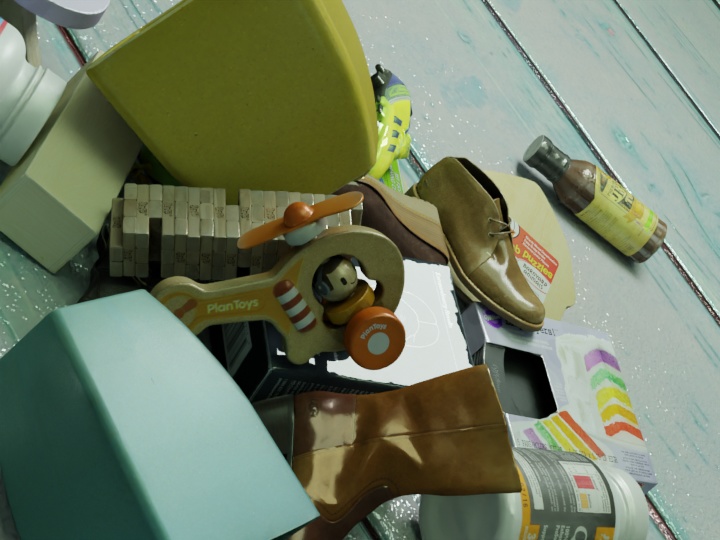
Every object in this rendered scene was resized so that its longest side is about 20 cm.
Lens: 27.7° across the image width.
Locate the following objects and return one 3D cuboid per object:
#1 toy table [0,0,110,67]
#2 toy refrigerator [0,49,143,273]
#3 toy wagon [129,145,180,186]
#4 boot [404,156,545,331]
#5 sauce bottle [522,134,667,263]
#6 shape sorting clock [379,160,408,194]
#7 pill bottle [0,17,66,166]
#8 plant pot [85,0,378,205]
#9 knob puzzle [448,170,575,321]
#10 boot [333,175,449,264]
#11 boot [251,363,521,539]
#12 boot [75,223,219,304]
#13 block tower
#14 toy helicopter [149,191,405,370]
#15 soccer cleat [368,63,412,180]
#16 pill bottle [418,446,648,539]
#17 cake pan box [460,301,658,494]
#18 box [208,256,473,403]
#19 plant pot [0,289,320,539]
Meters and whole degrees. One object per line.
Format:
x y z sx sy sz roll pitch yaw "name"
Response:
-0.318 -0.255 1.260 0.183 0.117 0.201 -14 64 -52 "toy table"
-0.238 -0.093 1.223 0.076 0.070 0.201 41 34 -20 "toy refrigerator"
-0.140 -0.111 1.369 0.156 0.040 0.199 53 34 12 "toy wagon"
0.128 -0.029 1.460 0.201 0.075 0.073 53 26 16 "boot"
0.285 -0.090 1.784 0.199 0.065 0.065 36 35 -14 "sauce bottle"
-0.011 -0.113 1.496 0.200 0.039 0.201 38 29 -26 "shape sorting clock"
-0.339 -0.172 1.157 0.199 0.109 0.109 34 35 -17 "pill bottle"
-0.083 -0.151 1.236 0.201 0.193 0.196 57 11 -14 "plant pot"
0.155 -0.022 1.581 0.218 0.030 0.222 17 58 -30 "knob puzzle"
0.000 0.000 1.357 0.198 0.072 0.168 13 67 -30 "boot"
0.024 0.176 1.115 0.198 0.069 0.190 -6 67 -8 "boot"
-0.149 0.052 1.157 0.199 0.069 0.174 35 35 -4 "boot"
-0.097 -0.027 1.152 0.198 0.054 0.058 1 50 -8 "block tower"
-0.062 0.009 1.087 0.198 0.134 0.079 -8 24 -17 "toy helicopter"
0.025 -0.135 1.467 0.084 0.064 0.201 48 26 -23 "soccer cleat"
0.156 0.215 1.279 0.199 0.116 0.117 10 47 -40 "pill bottle"
0.188 0.132 1.450 0.198 0.052 0.186 15 45 -32 "cake pan box"
-0.017 0.067 1.227 0.198 0.107 0.149 11 46 -25 "box"
-0.158 0.126 0.994 0.141 0.141 0.201 -13 70 -52 "plant pot"
